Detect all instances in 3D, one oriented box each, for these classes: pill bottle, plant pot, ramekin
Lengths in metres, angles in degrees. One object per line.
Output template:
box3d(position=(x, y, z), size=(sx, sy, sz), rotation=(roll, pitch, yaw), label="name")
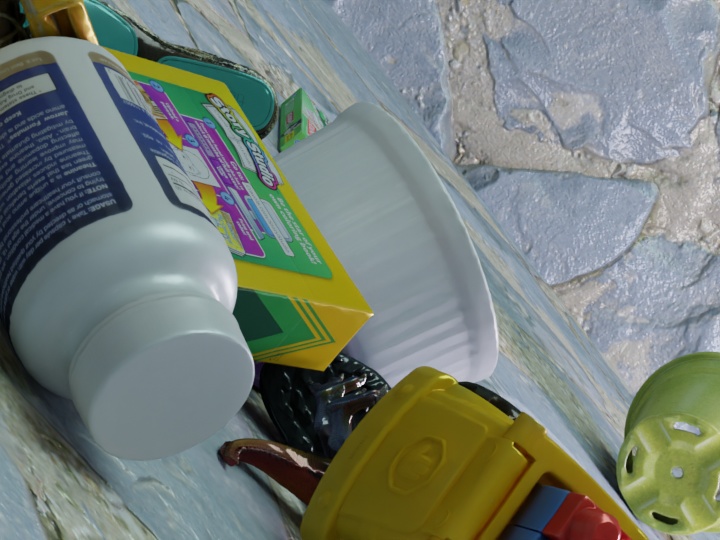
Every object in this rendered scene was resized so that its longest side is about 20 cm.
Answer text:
box3d(position=(-0.125, -0.009, 1.199), size=(0.111, 0.111, 0.200), rotation=(41, 14, -51), label="pill bottle")
box3d(position=(0.357, 0.200, 2.694), size=(0.201, 0.200, 0.184), rotation=(52, 20, 6), label="plant pot")
box3d(position=(0.000, 0.000, 1.656), size=(0.201, 0.097, 0.201), rotation=(57, -16, 26), label="ramekin")

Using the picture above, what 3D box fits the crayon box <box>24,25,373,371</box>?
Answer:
box3d(position=(-0.107, -0.039, 1.462), size=(0.172, 0.058, 0.200), rotation=(14, 36, -50), label="crayon box")

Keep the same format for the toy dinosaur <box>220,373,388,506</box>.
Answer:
box3d(position=(0.009, 0.153, 1.467), size=(0.105, 0.199, 0.183), rotation=(4, -69, 61), label="toy dinosaur")

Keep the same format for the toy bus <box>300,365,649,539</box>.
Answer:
box3d(position=(0.098, 0.161, 1.351), size=(0.200, 0.136, 0.192), rotation=(45, -18, -26), label="toy bus")

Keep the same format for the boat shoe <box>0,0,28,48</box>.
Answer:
box3d(position=(-0.218, -0.132, 1.367), size=(0.200, 0.066, 0.074), rotation=(52, 8, -2), label="boat shoe")

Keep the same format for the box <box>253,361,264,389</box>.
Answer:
box3d(position=(-0.096, -0.011, 1.597), size=(0.200, 0.039, 0.137), rotation=(57, 9, 27), label="box")

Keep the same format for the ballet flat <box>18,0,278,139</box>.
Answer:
box3d(position=(-0.151, -0.128, 1.658), size=(0.199, 0.068, 0.075), rotation=(21, -13, -24), label="ballet flat")

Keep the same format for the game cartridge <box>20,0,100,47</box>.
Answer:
box3d(position=(-0.171, -0.161, 1.338), size=(0.177, 0.032, 0.201), rotation=(76, -7, -59), label="game cartridge")

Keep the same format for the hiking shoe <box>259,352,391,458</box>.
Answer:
box3d(position=(-0.003, 0.107, 1.568), size=(0.200, 0.075, 0.086), rotation=(42, -14, -35), label="hiking shoe")

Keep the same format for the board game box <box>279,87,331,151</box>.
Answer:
box3d(position=(-0.023, -0.093, 2.356), size=(0.135, 0.029, 0.200), rotation=(49, 9, -12), label="board game box")
